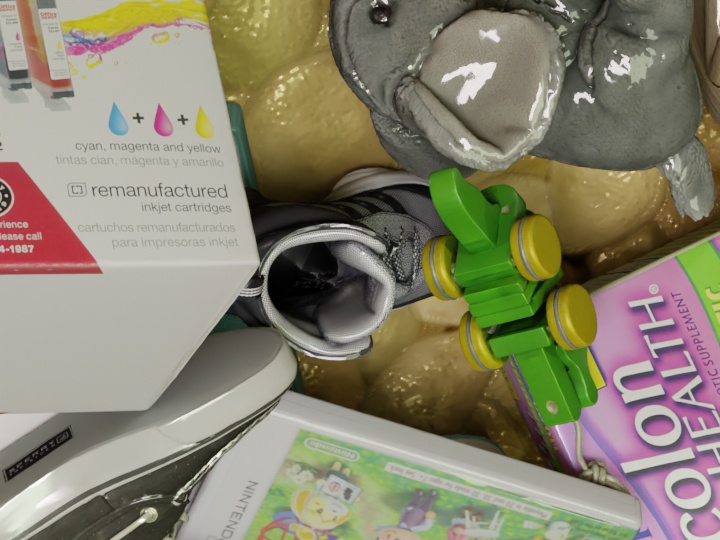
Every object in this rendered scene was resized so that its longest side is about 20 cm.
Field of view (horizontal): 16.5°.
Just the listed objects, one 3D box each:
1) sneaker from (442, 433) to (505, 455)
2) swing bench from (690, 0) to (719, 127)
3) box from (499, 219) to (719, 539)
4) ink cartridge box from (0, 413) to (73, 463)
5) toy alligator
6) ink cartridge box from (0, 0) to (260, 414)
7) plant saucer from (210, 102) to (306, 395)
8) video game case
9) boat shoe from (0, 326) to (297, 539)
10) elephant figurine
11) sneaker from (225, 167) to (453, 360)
[{"bbox_3d":[-0.008,0.140,1.251,0.200,0.081,0.077,-12,134,-14],"label":"sneaker"},{"bbox_3d":[0.268,-0.170,1.213,0.199,0.130,0.200,-5,118,-19],"label":"swing bench"},{"bbox_3d":[0.191,0.068,1.249,0.200,0.097,0.176,-25,91,-4],"label":"box"},{"bbox_3d":[-0.175,0.100,1.172,0.146,0.083,0.200,28,101,-23],"label":"ink cartridge box"},{"bbox_3d":[0.085,0.026,1.167,0.059,0.054,0.200,-14,117,30],"label":"toy alligator"},{"bbox_3d":[-0.147,-0.058,1.029,0.145,0.200,0.145,-1,153,-25],"label":"ink cartridge box"},{"bbox_3d":[-0.069,0.019,1.224,0.070,0.019,0.200,-18,115,-13],"label":"plant saucer"},{"bbox_3d":[0.008,0.147,1.197,0.200,0.022,0.182,17,129,-13],"label":"video game case"},{"bbox_3d":[-0.109,0.094,1.108,0.200,0.071,0.064,-30,114,6],"label":"boat shoe"},{"bbox_3d":[0.051,-0.100,1.168,0.200,0.155,0.142,-15,143,-6],"label":"elephant figurine"},{"bbox_3d":[0.000,0.000,1.174,0.200,0.114,0.076,-1,107,-33],"label":"sneaker"}]
